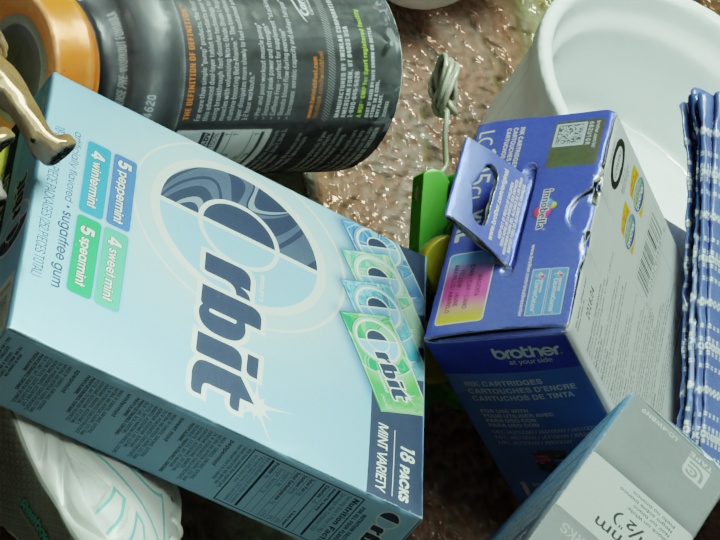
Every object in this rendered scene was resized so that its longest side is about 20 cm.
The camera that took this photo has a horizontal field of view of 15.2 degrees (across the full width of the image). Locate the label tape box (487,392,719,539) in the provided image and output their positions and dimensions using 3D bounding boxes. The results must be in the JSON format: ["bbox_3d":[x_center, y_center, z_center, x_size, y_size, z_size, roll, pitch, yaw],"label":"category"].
[{"bbox_3d":[0.065,0.158,1.153,0.066,0.143,0.200,40,39,1],"label":"label tape box"}]

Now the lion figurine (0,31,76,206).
[{"bbox_3d":[-0.186,-0.082,1.092,0.123,0.072,0.200,52,3,5],"label":"lion figurine"}]

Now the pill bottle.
[{"bbox_3d":[-0.085,-0.098,1.305,0.200,0.106,0.106,-3,55,-41],"label":"pill bottle"}]

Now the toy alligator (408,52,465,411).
[{"bbox_3d":[0.046,-0.003,1.303,0.054,0.059,0.201,14,79,-17],"label":"toy alligator"}]

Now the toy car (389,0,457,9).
[{"bbox_3d":[0.029,-0.259,1.509,0.175,0.150,0.200,-45,128,-18],"label":"toy car"}]

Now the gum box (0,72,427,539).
[{"bbox_3d":[-0.065,0.020,1.177,0.200,0.045,0.170,27,37,-20],"label":"gum box"}]

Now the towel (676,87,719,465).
[{"bbox_3d":[0.199,0.022,1.341,0.145,0.024,0.201,24,64,-47],"label":"towel"}]

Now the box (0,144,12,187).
[{"bbox_3d":[-0.153,-0.006,1.208,0.200,0.050,0.075,39,39,-1],"label":"box"}]

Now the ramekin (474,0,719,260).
[{"bbox_3d":[0.156,-0.052,1.461,0.200,0.098,0.201,22,42,-21],"label":"ramekin"}]

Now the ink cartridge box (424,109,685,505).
[{"bbox_3d":[0.098,0.020,1.267,0.200,0.076,0.137,62,33,-42],"label":"ink cartridge box"}]

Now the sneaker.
[{"bbox_3d":[-0.101,0.118,1.120,0.080,0.070,0.201,-2,54,-43],"label":"sneaker"}]
